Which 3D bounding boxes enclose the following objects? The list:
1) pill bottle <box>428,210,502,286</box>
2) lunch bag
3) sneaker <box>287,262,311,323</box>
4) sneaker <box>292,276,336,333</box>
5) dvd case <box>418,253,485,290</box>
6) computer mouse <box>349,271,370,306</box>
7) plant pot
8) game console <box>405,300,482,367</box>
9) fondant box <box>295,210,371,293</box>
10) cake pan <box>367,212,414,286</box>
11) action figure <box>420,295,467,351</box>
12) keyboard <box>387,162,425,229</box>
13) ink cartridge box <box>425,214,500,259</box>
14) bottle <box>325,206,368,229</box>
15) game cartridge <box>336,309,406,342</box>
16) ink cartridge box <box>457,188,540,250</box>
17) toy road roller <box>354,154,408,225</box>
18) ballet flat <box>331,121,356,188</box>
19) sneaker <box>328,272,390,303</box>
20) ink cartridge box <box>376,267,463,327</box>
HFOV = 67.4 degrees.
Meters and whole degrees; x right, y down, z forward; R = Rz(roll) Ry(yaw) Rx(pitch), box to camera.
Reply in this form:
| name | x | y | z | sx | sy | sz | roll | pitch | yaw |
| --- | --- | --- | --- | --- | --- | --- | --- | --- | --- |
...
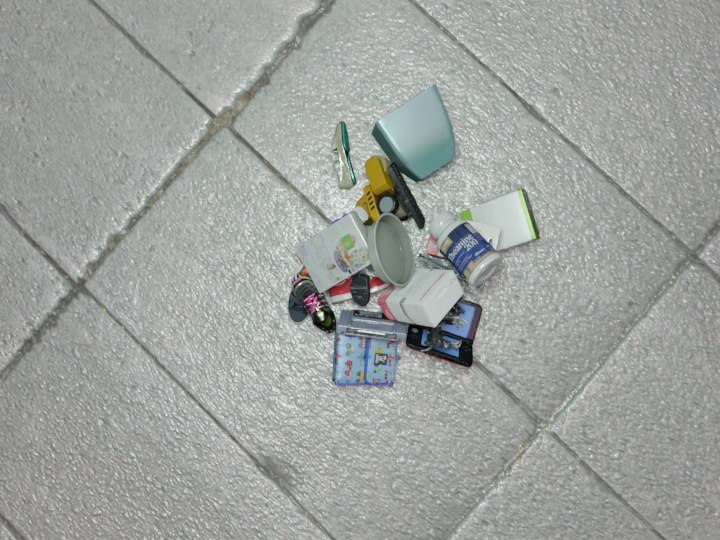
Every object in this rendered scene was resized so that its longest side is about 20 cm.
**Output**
| name | x | y | z | sx | sy | sz | roll | pitch | yaw |
| --- | --- | --- | --- | --- | --- | --- | --- | --- | --- |
| pill bottle | 0.275 | -0.064 | 1.451 | 0.111 | 0.111 | 0.201 | -40 | 64 | 0 |
| lunch bag | 0.021 | 0.254 | 1.578 | 0.195 | 0.094 | 0.155 | 4 | 88 | -10 |
| sneaker | -0.170 | 0.056 | 1.590 | 0.077 | 0.079 | 0.205 | 15 | 90 | 2 |
| sneaker | -0.123 | 0.103 | 1.533 | 0.073 | 0.088 | 0.202 | -32 | 123 | -1 |
| dvd case | 0.256 | 0.001 | 1.536 | 0.197 | 0.149 | 0.016 | 28 | 95 | 3 |
| computer mouse | 0.000 | 0.000 | 1.528 | 0.057 | 0.034 | 0.205 | 1 | 99 | 23 |
| plant pot | 0.167 | -0.370 | 1.542 | 0.194 | 0.196 | 0.202 | -32 | 95 | 1 |
| game console | 0.243 | 0.159 | 1.548 | 0.196 | 0.173 | 0.121 | 17 | 116 | 4 |
| fondant box | -0.063 | -0.049 | 1.492 | 0.198 | 0.058 | 0.146 | -29 | 91 | 24 |
| cake pan | 0.082 | -0.054 | 1.469 | 0.036 | 0.199 | 0.205 | -14 | 87 | 34 |
| action figure | 0.240 | 0.154 | 1.475 | 0.100 | 0.120 | 0.201 | 25 | 52 | 14 |
| keyboard | 0.132 | -0.209 | 1.539 | 0.020 | 0.128 | 0.202 | -23 | 109 | 26 |
| ink cartridge box | 0.298 | -0.081 | 1.545 | 0.196 | 0.067 | 0.119 | 14 | 89 | 27 |
| bottle | -0.057 | -0.104 | 1.553 | 0.199 | 0.065 | 0.084 | -40 | 77 | 33 |
| game cartridge | 0.035 | 0.154 | 1.550 | 0.195 | 0.130 | 0.039 | 7 | 112 | 2 |
| ink cartridge box | 0.402 | -0.134 | 1.577 | 0.197 | 0.075 | 0.151 | -18 | 86 | 28 |
| toy road roller | 0.047 | -0.215 | 1.569 | 0.144 | 0.122 | 0.204 | -23 | 75 | 26 |
| ballet flat | -0.060 | -0.344 | 1.610 | 0.061 | 0.067 | 0.205 | -11 | 87 | 12 |
| sneaker | -0.005 | 0.019 | 1.586 | 0.195 | 0.071 | 0.115 | -15 | 90 | 4 |
| ink cartridge box | 0.162 | 0.070 | 1.487 | 0.146 | 0.198 | 0.084 | -44 | 116 | -25 |
